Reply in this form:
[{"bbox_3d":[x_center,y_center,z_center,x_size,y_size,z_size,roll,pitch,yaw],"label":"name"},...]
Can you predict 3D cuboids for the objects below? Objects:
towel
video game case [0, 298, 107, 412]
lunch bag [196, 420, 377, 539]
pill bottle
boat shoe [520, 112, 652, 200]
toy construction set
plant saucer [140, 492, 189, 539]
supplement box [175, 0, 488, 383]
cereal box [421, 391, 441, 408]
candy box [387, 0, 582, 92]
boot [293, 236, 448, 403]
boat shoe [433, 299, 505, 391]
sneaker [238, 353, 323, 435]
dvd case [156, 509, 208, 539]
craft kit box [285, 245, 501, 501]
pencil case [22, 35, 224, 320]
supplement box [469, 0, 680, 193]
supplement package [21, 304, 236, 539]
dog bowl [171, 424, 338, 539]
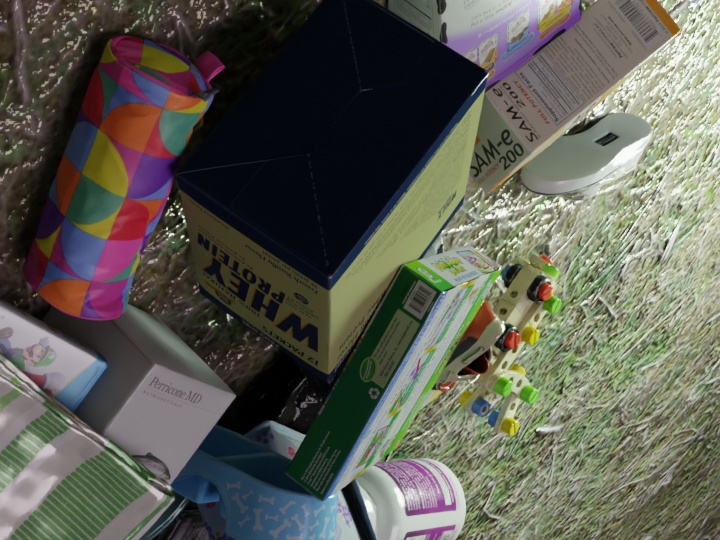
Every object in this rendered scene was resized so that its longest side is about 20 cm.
[{"bbox_3d":[-0.247,0.158,0.992,0.153,0.023,0.200,-47,119,1],"label":"towel"},{"bbox_3d":[-0.291,0.077,0.968,0.199,0.018,0.144,35,94,-39],"label":"video game case"},{"bbox_3d":[-0.051,0.248,1.316,0.126,0.171,0.200,-30,151,14],"label":"lunch bag"},{"bbox_3d":[0.024,0.271,1.571,0.199,0.112,0.113,7,119,-55],"label":"pill bottle"},{"bbox_3d":[0.236,-0.106,1.487,0.199,0.071,0.070,-29,142,-43],"label":"boat shoe"},{"bbox_3d":[0.168,0.065,1.502,0.131,0.091,0.202,50,57,-52],"label":"toy construction set"},{"bbox_3d":[-0.207,0.194,1.266,0.199,0.027,0.202,-33,145,-27],"label":"plant saucer"},{"bbox_3d":[-0.020,-0.060,1.053,0.201,0.134,0.200,-52,166,-20],"label":"supplement box"},{"bbox_3d":[0.050,0.099,1.445,0.200,0.039,0.145,-32,149,-55],"label":"cereal box"},{"bbox_3d":[0.103,-0.251,1.146,0.167,0.071,0.201,-37,148,-20],"label":"candy box"},{"bbox_3d":[0.000,0.001,1.273,0.200,0.065,0.166,-41,112,-37],"label":"boot"},{"bbox_3d":[0.097,0.078,1.353,0.071,0.062,0.200,-51,168,-22],"label":"boat shoe"},{"bbox_3d":[-0.049,0.118,1.364,0.200,0.060,0.104,-45,149,0],"label":"sneaker"},{"bbox_3d":[-0.160,0.303,1.453,0.199,0.016,0.150,8,118,-56],"label":"dvd case"},{"bbox_3d":[0.033,0.080,1.180,0.201,0.048,0.197,-60,164,14],"label":"craft kit box"},{"bbox_3d":[-0.167,-0.064,0.983,0.088,0.088,0.201,-2,127,-52],"label":"pencil case"},{"bbox_3d":[0.182,-0.170,1.289,0.199,0.074,0.126,-39,178,-19],"label":"supplement box"},{"bbox_3d":[-0.217,0.130,1.093,0.201,0.117,0.117,-53,147,4],"label":"supplement package"},{"bbox_3d":[-0.103,0.177,1.177,0.111,0.198,0.050,6,103,-58],"label":"dog bowl"}]
